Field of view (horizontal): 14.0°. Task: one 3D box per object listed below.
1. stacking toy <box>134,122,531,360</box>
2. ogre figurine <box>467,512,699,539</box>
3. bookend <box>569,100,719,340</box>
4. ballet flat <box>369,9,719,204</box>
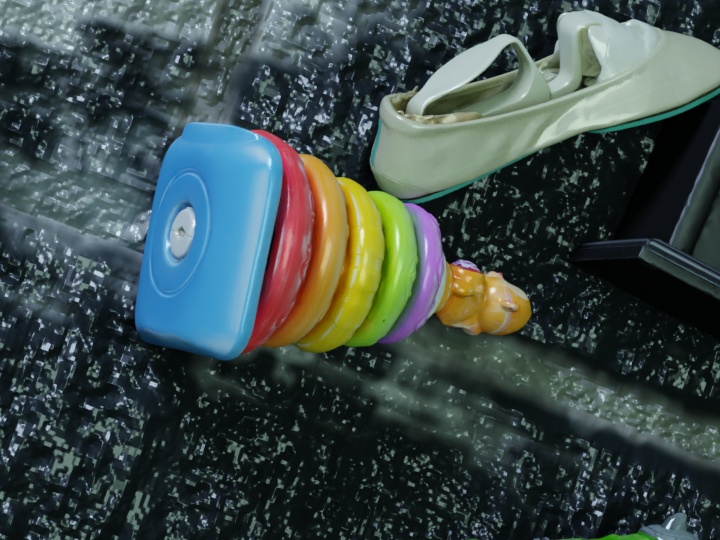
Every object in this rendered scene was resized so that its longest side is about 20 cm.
[{"bbox_3d":[0.000,0.000,1.421,0.200,0.116,0.110,12,88,-29],"label":"stacking toy"},{"bbox_3d":[0.139,0.204,1.461,0.120,0.098,0.200,-28,82,2],"label":"ogre figurine"},{"bbox_3d":[0.245,-0.050,1.494,0.199,0.092,0.200,28,80,-15],"label":"bookend"},{"bbox_3d":[0.095,-0.093,1.456,0.200,0.069,0.070,-22,96,-17],"label":"ballet flat"}]
